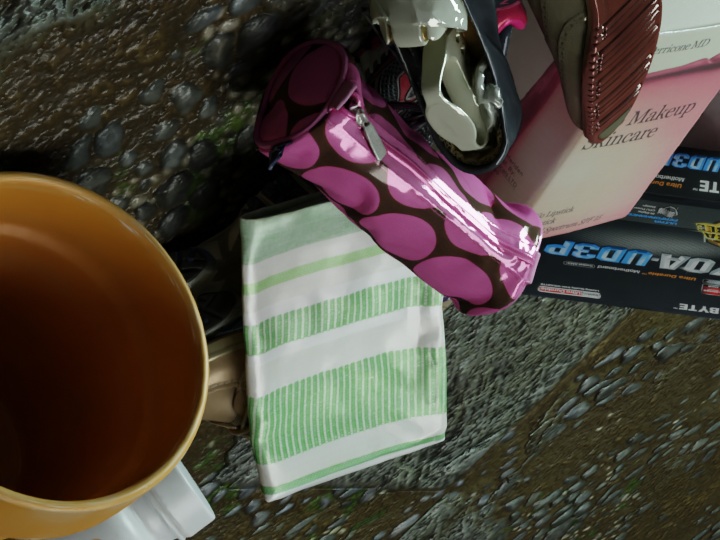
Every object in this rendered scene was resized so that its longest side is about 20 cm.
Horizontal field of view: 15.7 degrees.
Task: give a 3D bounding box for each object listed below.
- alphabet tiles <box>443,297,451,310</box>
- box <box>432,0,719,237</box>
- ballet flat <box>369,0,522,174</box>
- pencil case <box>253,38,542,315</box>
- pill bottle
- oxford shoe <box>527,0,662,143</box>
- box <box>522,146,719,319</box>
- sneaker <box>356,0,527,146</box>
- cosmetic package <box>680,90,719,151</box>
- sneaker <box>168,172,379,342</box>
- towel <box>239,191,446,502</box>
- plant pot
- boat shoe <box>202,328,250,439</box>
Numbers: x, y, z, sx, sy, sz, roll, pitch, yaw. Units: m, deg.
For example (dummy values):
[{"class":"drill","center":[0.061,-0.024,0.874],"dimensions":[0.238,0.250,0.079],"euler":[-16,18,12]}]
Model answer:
[{"class":"alphabet tiles","center":[0.042,-0.012,1.879],"dimensions":[0.167,0.008,0.200],"euler":[-46,155,23]},{"class":"box","center":[0.149,-0.127,1.680],"dimensions":[0.127,0.109,0.200],"euler":[-13,148,-41]},{"class":"ballet flat","center":[0.045,-0.134,1.477],"dimensions":[0.073,0.073,0.201],"euler":[-31,129,-10]},{"class":"pencil case","center":[0.027,-0.051,1.562],"dimensions":[0.200,0.093,0.091],"euler":[36,65,-31]},{"class":"pill bottle","center":[-0.204,0.194,1.795],"dimensions":[0.200,0.111,0.111],"euler":[-35,157,-3]},{"class":"oxford shoe","center":[0.128,-0.164,1.526],"dimensions":[0.070,0.075,0.201],"euler":[-41,142,-34]},{"class":"box","center":[0.213,-0.029,1.870],"dimensions":[0.199,0.046,0.159],"euler":[8,149,5]},{"class":"sneaker","center":[0.041,-0.118,1.594],"dimensions":[0.080,0.075,0.200],"euler":[-22,154,-29]},{"class":"cosmetic package","center":[0.268,-0.137,1.836],"dimensions":[0.071,0.102,0.200],"euler":[-27,154,-18]},{"class":"sneaker","center":[-0.063,-0.004,1.689],"dimensions":[0.199,0.077,0.085],"euler":[-25,165,-7]},{"class":"towel","center":[-0.006,0.039,1.650],"dimensions":[0.152,0.023,0.201],"euler":[-17,122,-29]},{"class":"plant pot","center":[-0.214,0.073,1.484],"dimensions":[0.199,0.201,0.183],"euler":[-17,165,-37]},{"class":"boat shoe","center":[-0.065,0.073,1.675],"dimensions":[0.199,0.065,0.071],"euler":[-20,169,-29]}]
